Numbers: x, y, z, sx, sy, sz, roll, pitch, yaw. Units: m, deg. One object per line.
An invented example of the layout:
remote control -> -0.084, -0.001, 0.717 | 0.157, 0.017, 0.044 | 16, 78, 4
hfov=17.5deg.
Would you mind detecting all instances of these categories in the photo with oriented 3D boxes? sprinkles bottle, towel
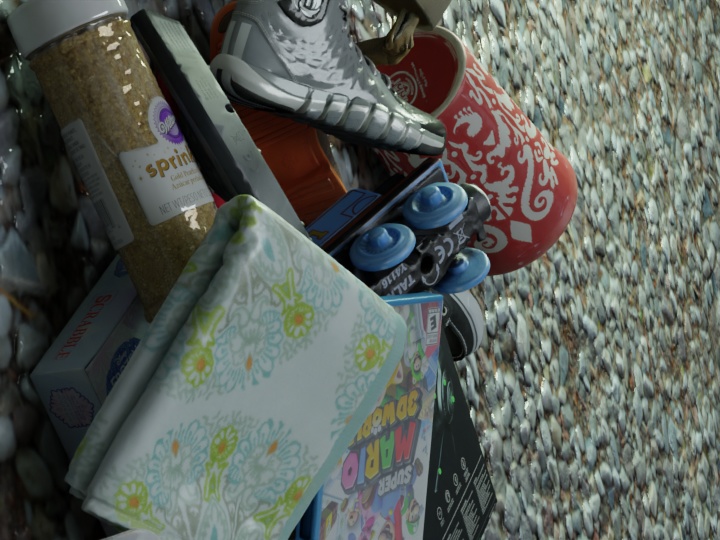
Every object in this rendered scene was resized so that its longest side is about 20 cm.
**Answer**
sprinkles bottle -> -0.135, -0.071, 1.359 | 0.201, 0.068, 0.068 | 65, 22, 0
towel -> -0.067, 0.078, 1.341 | 0.200, 0.048, 0.171 | -60, 143, -7

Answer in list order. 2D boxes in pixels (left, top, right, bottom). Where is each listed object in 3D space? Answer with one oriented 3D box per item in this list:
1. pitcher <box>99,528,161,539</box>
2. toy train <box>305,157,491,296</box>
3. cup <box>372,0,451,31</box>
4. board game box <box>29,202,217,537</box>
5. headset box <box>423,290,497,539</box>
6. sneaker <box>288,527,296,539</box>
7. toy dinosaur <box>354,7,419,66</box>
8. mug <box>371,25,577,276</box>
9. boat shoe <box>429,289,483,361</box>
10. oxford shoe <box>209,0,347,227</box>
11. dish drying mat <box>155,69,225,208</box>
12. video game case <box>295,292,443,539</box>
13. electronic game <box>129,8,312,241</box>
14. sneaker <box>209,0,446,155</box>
pitcher -> -0.116, 0.262, 1.296 | 0.172, 0.121, 0.201 | 55, 20, -68
toy train -> 0.000, 0.000, 1.596 | 0.200, 0.114, 0.087 | -42, 129, -28
cup -> 0.019, -0.290, 1.664 | 0.143, 0.200, 0.200 | -51, 149, -2
board game box -> -0.110, 0.086, 1.440 | 0.200, 0.041, 0.200 | 69, 29, -26
headset box -> 0.014, 0.133, 1.691 | 0.174, 0.092, 0.201 | -59, 136, -58
sneaker -> -0.059, 0.223, 1.516 | 0.106, 0.075, 0.200 | 68, 34, -42
toy dinosaur -> -0.029, -0.133, 1.698 | 0.101, 0.200, 0.058 | 37, 54, -2
mug -> 0.064, -0.109, 1.925 | 0.134, 0.177, 0.200 | -54, 140, -9
boat shoe -> 0.034, 0.018, 1.840 | 0.200, 0.068, 0.057 | 52, 43, -42
oxford shoe -> -0.062, -0.109, 1.654 | 0.073, 0.071, 0.201 | -105, 178, -60
dish drying mat -> -0.112, -0.036, 1.540 | 0.077, 0.018, 0.201 | 27, 59, -60
video game case -> 0.006, 0.117, 1.506 | 0.143, 0.018, 0.201 | -5, 101, -60
electronic game -> -0.086, -0.074, 1.447 | 0.200, 0.042, 0.200 | 59, -1, 2
sneaker -> -0.007, -0.150, 1.579 | 0.200, 0.075, 0.116 | 16, 87, -41
